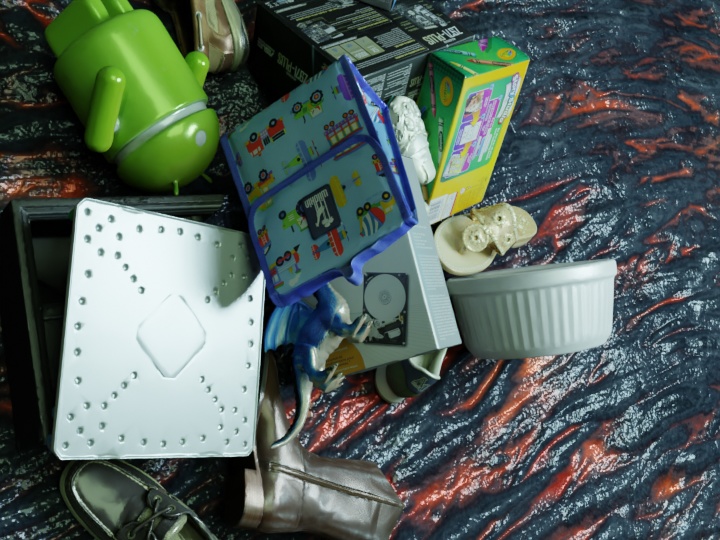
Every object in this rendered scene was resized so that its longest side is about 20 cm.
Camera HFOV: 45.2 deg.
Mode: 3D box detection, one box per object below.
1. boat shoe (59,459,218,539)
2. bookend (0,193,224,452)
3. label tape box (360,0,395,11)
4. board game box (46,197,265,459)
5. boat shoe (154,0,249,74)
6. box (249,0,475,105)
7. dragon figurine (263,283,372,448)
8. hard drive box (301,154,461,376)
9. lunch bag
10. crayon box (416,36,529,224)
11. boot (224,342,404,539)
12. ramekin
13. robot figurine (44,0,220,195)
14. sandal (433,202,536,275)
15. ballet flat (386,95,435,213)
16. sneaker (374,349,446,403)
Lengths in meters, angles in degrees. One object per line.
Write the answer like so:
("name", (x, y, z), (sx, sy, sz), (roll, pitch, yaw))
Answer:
("boat shoe", (-0.176, 0.230, 0.768), (0.200, 0.065, 0.074), (42, 58, -16))
("bookend", (-0.214, 0.042, 0.782), (0.196, 0.092, 0.204), (-4, 79, -36))
("label tape box", (-0.031, -0.393, 0.989), (0.197, 0.064, 0.146), (20, 54, 4))
("board game box", (-0.168, 0.057, 0.745), (0.198, 0.026, 0.204), (11, 79, -46))
("boat shoe", (-0.184, -0.305, 0.920), (0.073, 0.075, 0.203), (-20, 87, -33))
("box", (0.002, -0.246, 0.976), (0.198, 0.087, 0.163), (-29, 59, -37))
("dragon figurine", (-0.055, 0.064, 0.830), (0.098, 0.059, 0.202), (27, 84, 18))
("hard drive box", (0.000, 0.000, 0.895), (0.076, 0.154, 0.204), (1, 72, -65))
("lunch bag", (-0.031, -0.067, 0.793), (0.094, 0.149, 0.203), (39, 27, -51))
("crayon box", (0.114, -0.159, 1.006), (0.118, 0.202, 0.058), (-24, 52, -39))
("boot", (-0.040, 0.185, 0.882), (0.198, 0.064, 0.190), (20, 63, -33))
("ramekin", (0.202, 0.045, 1.012), (0.199, 0.201, 0.096), (-7, 90, -35))
("robot figurine", (-0.213, -0.164, 0.829), (0.202, 0.115, 0.175), (58, 24, -5))
("sandal", (0.167, -0.059, 1.062), (0.210, 0.070, 0.078), (-19, 66, -48))
("ballet flat", (0.052, -0.092, 0.959), (0.071, 0.071, 0.203), (-15, 126, -36))
("sneaker", (0.076, 0.049, 0.981), (0.066, 0.089, 0.203), (26, 62, -24))
